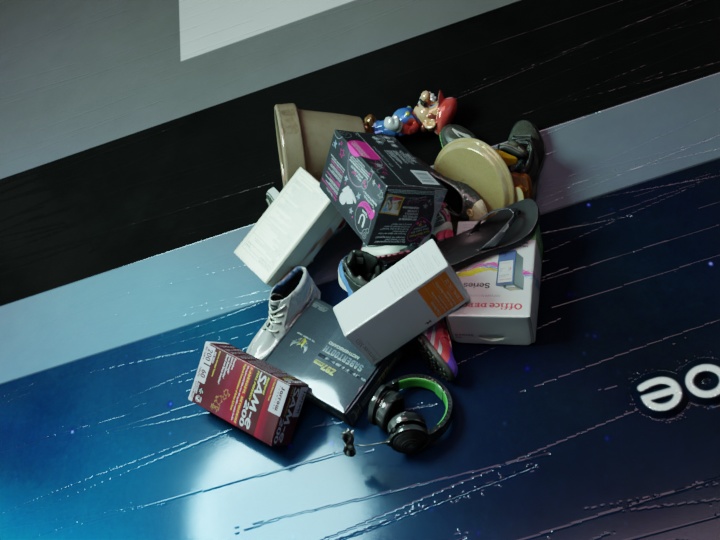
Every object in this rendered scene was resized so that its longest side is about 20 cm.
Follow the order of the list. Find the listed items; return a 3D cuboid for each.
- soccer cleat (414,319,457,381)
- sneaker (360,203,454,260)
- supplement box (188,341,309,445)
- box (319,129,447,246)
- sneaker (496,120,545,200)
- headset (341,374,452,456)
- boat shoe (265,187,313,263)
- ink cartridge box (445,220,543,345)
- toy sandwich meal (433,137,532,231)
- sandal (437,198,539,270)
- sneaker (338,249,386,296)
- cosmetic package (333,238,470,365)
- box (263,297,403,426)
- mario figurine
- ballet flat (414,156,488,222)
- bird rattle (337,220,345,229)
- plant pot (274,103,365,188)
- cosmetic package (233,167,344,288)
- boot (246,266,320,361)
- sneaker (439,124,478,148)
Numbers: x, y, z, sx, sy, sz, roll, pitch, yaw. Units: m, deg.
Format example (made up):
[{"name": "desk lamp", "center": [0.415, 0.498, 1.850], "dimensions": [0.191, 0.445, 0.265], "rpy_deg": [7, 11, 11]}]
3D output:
[{"name": "soccer cleat", "center": [0.120, 0.100, 1.501], "dimensions": [0.072, 0.069, 0.201], "rpy_deg": [-28, 48, -8]}, {"name": "sneaker", "center": [0.084, -0.064, 1.592], "dimensions": [0.197, 0.080, 0.076], "rpy_deg": [-16, 77, 37]}, {"name": "supplement box", "center": [-0.192, 0.206, 1.506], "dimensions": [0.197, 0.061, 0.111], "rpy_deg": [21, 94, 31]}, {"name": "box", "center": [0.035, -0.139, 1.508], "dimensions": [0.130, 0.116, 0.201], "rpy_deg": [0, 34, -32]}, {"name": "sneaker", "center": [0.299, -0.225, 1.651], "dimensions": [0.075, 0.115, 0.202], "rpy_deg": [3, 53, 19]}, {"name": "headset", "center": [0.055, 0.231, 1.405], "dimensions": [0.198, 0.095, 0.123], "rpy_deg": [-31, 49, -20]}, {"name": "boat shoe", "center": [-0.155, -0.081, 1.731], "dimensions": [0.063, 0.071, 0.202], "rpy_deg": [-26, 52, -2]}, {"name": "ink cartridge box", "center": [0.229, 0.018, 1.508], "dimensions": [0.142, 0.088, 0.203], "rpy_deg": [0, 56, 19]}, {"name": "toy sandwich meal", "center": [0.217, -0.148, 1.600], "dimensions": [0.203, 0.209, 0.070], "rpy_deg": [28, 37, 34]}, {"name": "sandal", "center": [0.216, -0.061, 1.488], "dimensions": [0.198, 0.043, 0.077], "rpy_deg": [-29, 50, -5]}, {"name": "sneaker", "center": [0.001, 0.000, 1.560], "dimensions": [0.075, 0.113, 0.201], "rpy_deg": [-2, 33, -6]}, {"name": "cosmetic package", "center": [0.067, 0.053, 1.438], "dimensions": [0.198, 0.102, 0.072], "rpy_deg": [-35, 44, 8]}, {"name": "box", "center": [-0.048, 0.153, 1.529], "dimensions": [0.198, 0.051, 0.158], "rpy_deg": [25, 67, 33]}, {"name": "mario figurine", "center": [0.098, -0.322, 1.798], "dimensions": [0.196, 0.106, 0.126], "rpy_deg": [-12, 60, 15]}, {"name": "ballet flat", "center": [0.141, -0.138, 1.584], "dimensions": [0.198, 0.067, 0.056], "rpy_deg": [34, 40, 23]}, {"name": "bird rattle", "center": [0.019, -0.135, 1.667], "dimensions": [0.197, 0.114, 0.164], "rpy_deg": [-24, 36, -4]}, {"name": "plant pot", "center": [-0.075, -0.238, 1.756], "dimensions": [0.171, 0.202, 0.203], "rpy_deg": [-9, 50, -6]}, {"name": "cosmetic package", "center": [-0.124, -0.071, 1.627], "dimensions": [0.103, 0.087, 0.201], "rpy_deg": [41, 92, 26]}, {"name": "boot", "center": [-0.152, 0.083, 1.589], "dimensions": [0.073, 0.096, 0.201], "rpy_deg": [22, 64, 32]}, {"name": "sneaker", "center": [0.214, -0.225, 1.698], "dimensions": [0.076, 0.084, 0.201], "rpy_deg": [-29, 50, -5]}]
